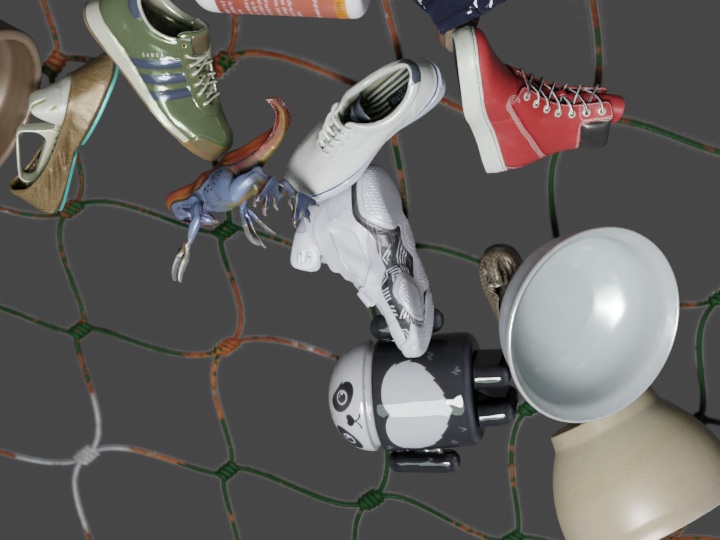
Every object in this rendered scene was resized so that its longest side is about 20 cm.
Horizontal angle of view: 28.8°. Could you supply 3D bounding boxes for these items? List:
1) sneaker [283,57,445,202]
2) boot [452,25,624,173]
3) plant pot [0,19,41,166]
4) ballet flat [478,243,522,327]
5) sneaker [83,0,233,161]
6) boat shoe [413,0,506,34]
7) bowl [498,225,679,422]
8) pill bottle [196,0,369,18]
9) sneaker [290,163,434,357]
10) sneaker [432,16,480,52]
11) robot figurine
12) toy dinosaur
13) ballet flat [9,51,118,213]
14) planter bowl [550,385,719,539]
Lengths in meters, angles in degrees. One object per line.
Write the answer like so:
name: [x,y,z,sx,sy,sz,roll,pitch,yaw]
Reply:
sneaker: [-0.010,-0.142,1.367,0.200,0.071,0.073,-42,66,20]
boot: [0.167,-0.169,1.299,0.144,0.073,0.200,-10,151,14]
plant pot: [-0.442,-0.188,1.378,0.174,0.200,0.201,32,122,13]
ballet flat: [0.177,0.063,1.477,0.067,0.046,0.200,-18,115,20]
sneaker: [-0.176,-0.204,1.372,0.090,0.067,0.200,-31,108,29]
boat shoe: [0.121,-0.284,1.196,0.200,0.075,0.093,-30,99,29]
bowl: [0.214,0.044,1.413,0.200,0.090,0.202,-7,108,-23]
pill bottle: [-0.091,-0.290,1.282,0.199,0.112,0.113,4,120,7]
sneaker: [0.000,0.000,1.438,0.115,0.075,0.201,-16,92,24]
sneaker: [0.074,-0.303,1.285,0.075,0.070,0.201,14,120,24]
robot figurine: [0.065,0.130,1.489,0.199,0.151,0.125,-4,157,12]
toy dinosaur: [-0.129,-0.084,1.413,0.181,0.105,0.201,17,102,41]
ballet flat: [-0.312,-0.144,1.431,0.072,0.068,0.200,14,129,-24]
planter bowl: [0.283,0.204,1.472,0.200,0.200,0.135,-31,85,24]
